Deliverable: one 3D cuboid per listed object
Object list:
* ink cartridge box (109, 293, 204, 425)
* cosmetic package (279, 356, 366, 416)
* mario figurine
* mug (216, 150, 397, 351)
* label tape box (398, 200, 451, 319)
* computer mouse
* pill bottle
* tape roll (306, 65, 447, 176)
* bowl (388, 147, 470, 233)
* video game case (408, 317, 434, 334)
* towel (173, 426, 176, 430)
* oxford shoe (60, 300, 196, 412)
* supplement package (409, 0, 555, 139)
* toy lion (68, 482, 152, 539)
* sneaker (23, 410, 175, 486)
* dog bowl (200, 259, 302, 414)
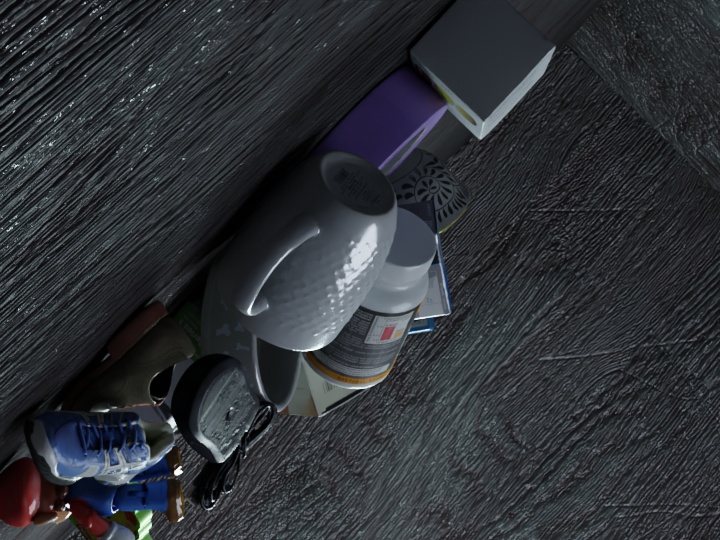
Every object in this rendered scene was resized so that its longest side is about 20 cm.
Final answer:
[{"bbox_3d":[-0.226,0.127,1.726,0.200,0.084,0.146,-46,178,8],"label":"ink cartridge box"},{"bbox_3d":[-0.097,0.122,1.821,0.199,0.088,0.103,0,-160,46],"label":"cosmetic package"},{"bbox_3d":[-0.286,0.235,1.537,0.199,0.107,0.124,-3,-160,-4],"label":"mario figurine"},{"bbox_3d":[-0.057,-0.020,1.452,0.200,0.148,0.176,-34,164,-51],"label":"mug"},{"bbox_3d":[0.000,0.000,1.726,0.145,0.199,0.063,76,7,-46],"label":"label tape box"},{"bbox_3d":[-0.153,0.148,1.486,0.139,0.053,0.200,-54,156,-23],"label":"computer mouse"},{"bbox_3d":[0.010,0.030,1.627,0.116,0.116,0.200,-44,164,-45],"label":"pill bottle"},{"bbox_3d":[0.005,-0.132,1.609,0.200,0.066,0.200,-46,179,-1],"label":"tape roll"},{"bbox_3d":[0.030,-0.103,1.825,0.200,0.095,0.201,-18,-156,8],"label":"bowl"},{"bbox_3d":[-0.006,0.021,1.862,0.199,0.144,0.018,-11,168,24],"label":"video game case"},{"bbox_3d":[-0.296,0.213,1.873,0.200,0.023,0.152,-46,-149,-9],"label":"towel"},{"bbox_3d":[-0.235,0.117,1.450,0.200,0.075,0.070,-47,177,37],"label":"oxford shoe"},{"bbox_3d":[0.130,-0.226,1.580,0.110,0.114,0.200,-47,177,3],"label":"supplement package"},{"bbox_3d":[-0.352,0.344,2.041,0.191,0.200,0.069,-20,-164,46],"label":"toy lion"},{"bbox_3d":[-0.252,0.161,1.404,0.077,0.076,0.200,-26,165,16],"label":"sneaker"},{"bbox_3d":[-0.116,0.070,1.626,0.058,0.201,0.200,-1,-168,16],"label":"dog bowl"}]
